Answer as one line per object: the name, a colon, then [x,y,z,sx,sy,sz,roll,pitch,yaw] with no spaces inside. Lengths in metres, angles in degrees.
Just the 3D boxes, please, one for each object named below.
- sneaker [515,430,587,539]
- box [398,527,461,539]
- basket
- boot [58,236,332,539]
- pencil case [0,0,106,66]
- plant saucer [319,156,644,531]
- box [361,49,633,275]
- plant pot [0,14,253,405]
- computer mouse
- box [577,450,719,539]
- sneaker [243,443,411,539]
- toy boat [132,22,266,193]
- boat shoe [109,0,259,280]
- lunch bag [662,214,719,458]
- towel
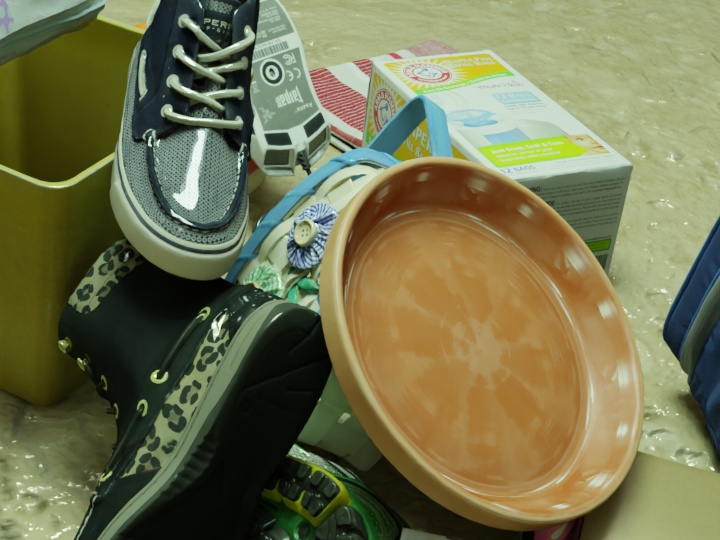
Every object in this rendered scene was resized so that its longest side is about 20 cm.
sneaker: [0.086,0.095,0.884,0.087,0.074,0.200,2,32,3]
box: [0.063,0.215,0.677,0.136,0.038,0.201,11,43,7]
basket: [0.000,0.000,0.910,0.139,0.177,0.200,33,22,-21]
boot: [-0.114,0.083,0.788,0.073,0.204,0.153,35,-3,-43]
pencil case: [-0.222,-0.144,0.856,0.090,0.084,0.200,15,31,16]
plant saucer: [0.062,0.037,0.788,0.199,0.032,0.202,18,55,-28]
box: [0.091,-0.074,1.128,0.112,0.102,0.200,-9,35,-25]
plant pot: [-0.202,-0.040,0.940,0.199,0.178,0.200,20,33,21]
computer mouse: [-0.058,-0.106,1.102,0.109,0.201,0.044,-23,3,-32]
box: [0.202,0.179,0.773,0.199,0.021,0.164,15,47,8]
sneaker: [-0.055,0.122,0.826,0.199,0.078,0.085,28,0,42]
toy boat: [-0.154,-0.118,1.121,0.199,0.132,0.130,-14,37,-31]
boat shoe: [-0.087,-0.092,0.803,0.074,0.093,0.201,8,39,-20]
lunch bag: [0.272,0.027,0.920,0.135,0.201,0.133,-2,50,-19]
towel: [0.032,-0.152,1.322,0.199,0.023,0.144,-19,39,-36]
